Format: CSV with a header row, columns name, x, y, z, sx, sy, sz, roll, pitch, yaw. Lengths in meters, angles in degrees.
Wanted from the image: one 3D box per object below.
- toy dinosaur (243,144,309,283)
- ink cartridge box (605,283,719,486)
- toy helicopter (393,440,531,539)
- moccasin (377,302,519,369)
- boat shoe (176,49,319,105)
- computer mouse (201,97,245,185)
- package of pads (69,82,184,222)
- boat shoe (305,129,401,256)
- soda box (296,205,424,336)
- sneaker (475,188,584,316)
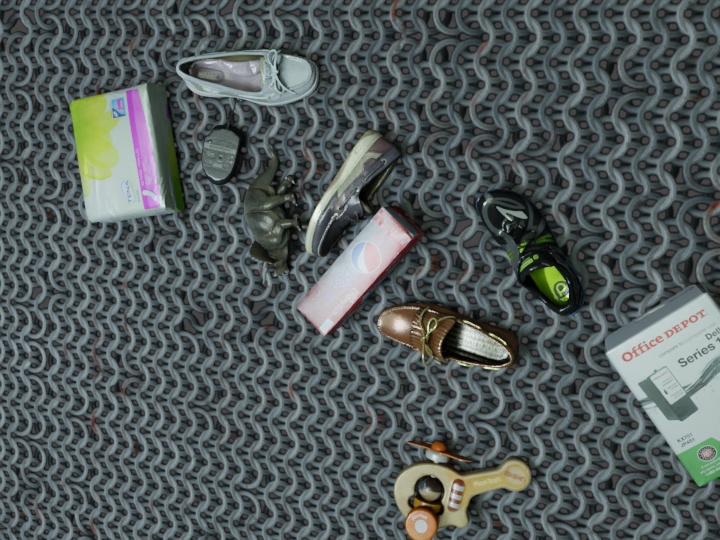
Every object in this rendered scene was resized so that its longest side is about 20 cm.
name,x,y,z,sx,sy,sz,roll,pitch,yaw
toy dinosaur,-0.135,-0.085,1.066,0.102,0.077,0.201,-14,95,13
ink cartridge box,0.421,0.138,0.897,0.146,0.083,0.200,-37,83,19
toy helicopter,0.144,0.298,1.031,0.199,0.079,0.133,-16,83,9
moccasin,0.117,0.095,0.999,0.201,0.078,0.074,20,103,16
boat shoe,-0.162,-0.283,1.041,0.201,0.065,0.075,5,94,3
computer mouse,-0.197,-0.229,1.096,0.058,0.034,0.201,16,95,3
package of pads,-0.372,-0.181,1.139,0.154,0.068,0.201,-7,94,19
boat shoe,-0.011,-0.100,1.024,0.065,0.072,0.201,34,100,17
soda box,0.000,0.000,1.032,0.063,0.070,0.200,45,109,9
sneaker,0.226,-0.026,0.944,0.071,0.083,0.200,-37,84,19
